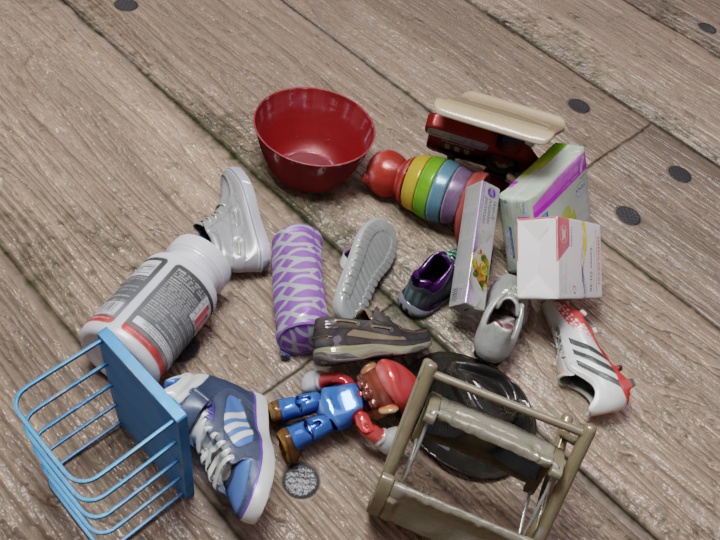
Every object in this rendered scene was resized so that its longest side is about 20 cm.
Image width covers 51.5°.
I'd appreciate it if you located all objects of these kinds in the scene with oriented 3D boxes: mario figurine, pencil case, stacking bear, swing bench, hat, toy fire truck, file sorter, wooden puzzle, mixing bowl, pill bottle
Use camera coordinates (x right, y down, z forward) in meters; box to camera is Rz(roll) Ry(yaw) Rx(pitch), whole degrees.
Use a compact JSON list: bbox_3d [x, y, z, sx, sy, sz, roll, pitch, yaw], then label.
[{"bbox_3d":[-0.014,0.185,0.970,0.200,0.106,0.124,-16,93,-13],"label":"mario figurine"},{"bbox_3d":[-0.082,0.026,1.072,0.085,0.084,0.200,31,39,-39],"label":"pencil case"},{"bbox_3d":[0.103,-0.141,1.238,0.200,0.114,0.122,21,66,17],"label":"stacking bear"},{"bbox_3d":[0.131,0.230,0.858,0.199,0.130,0.200,21,86,5],"label":"swing bench"},{"bbox_3d":[0.150,0.172,0.997,0.200,0.081,0.201,6,49,-7],"label":"hat"},{"bbox_3d":[0.203,-0.203,1.254,0.200,0.168,0.112,18,87,4],"label":"toy fire truck"},{"bbox_3d":[-0.272,0.191,0.807,0.139,0.200,0.123,40,56,21],"label":"file sorter"},{"bbox_3d":[0.223,-0.238,1.180,0.185,0.037,0.200,20,24,15],"label":"wooden puzzle"},{"bbox_3d":[-0.083,-0.202,1.247,0.200,0.109,0.200,7,48,-8],"label":"mixing bowl"},{"bbox_3d":[-0.262,0.049,0.986,0.116,0.116,0.200,25,49,9],"label":"pill bottle"}]

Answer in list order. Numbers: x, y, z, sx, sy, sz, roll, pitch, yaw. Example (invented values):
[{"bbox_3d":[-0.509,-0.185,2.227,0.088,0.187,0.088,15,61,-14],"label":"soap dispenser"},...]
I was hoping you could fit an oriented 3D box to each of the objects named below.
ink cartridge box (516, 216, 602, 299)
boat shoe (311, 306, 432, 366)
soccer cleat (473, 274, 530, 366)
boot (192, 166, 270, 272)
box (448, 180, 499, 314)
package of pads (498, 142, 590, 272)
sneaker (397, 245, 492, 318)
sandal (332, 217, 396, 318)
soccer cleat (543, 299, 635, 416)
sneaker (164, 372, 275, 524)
[{"bbox_3d":[0.308,-0.015,1.118,0.067,0.117,0.200,-2,-2,38],"label":"ink cartridge box"},{"bbox_3d":[0.020,0.084,1.009,0.200,0.074,0.074,-1,78,-43],"label":"boat shoe"},{"bbox_3d":[0.220,0.055,1.101,0.070,0.086,0.200,22,40,7],"label":"soccer cleat"},{"bbox_3d":[-0.208,-0.080,1.135,0.095,0.074,0.200,-6,52,-26],"label":"boot"},{"bbox_3d":[0.170,-0.035,1.107,0.039,0.041,0.200,22,66,-28],"label":"box"},{"bbox_3d":[0.305,-0.096,1.216,0.068,0.155,0.200,14,41,39],"label":"package of pads"},{"bbox_3d":[0.144,-0.004,1.142,0.074,0.088,0.200,40,53,21],"label":"sneaker"},{"bbox_3d":[-0.004,-0.006,1.132,0.050,0.083,0.203,-11,37,37],"label":"sandal"},{"bbox_3d":[0.312,0.124,1.088,0.085,0.069,0.200,-22,55,-11],"label":"soccer cleat"},{"bbox_3d":[-0.182,0.197,0.865,0.146,0.081,0.200,19,27,-20],"label":"sneaker"}]
